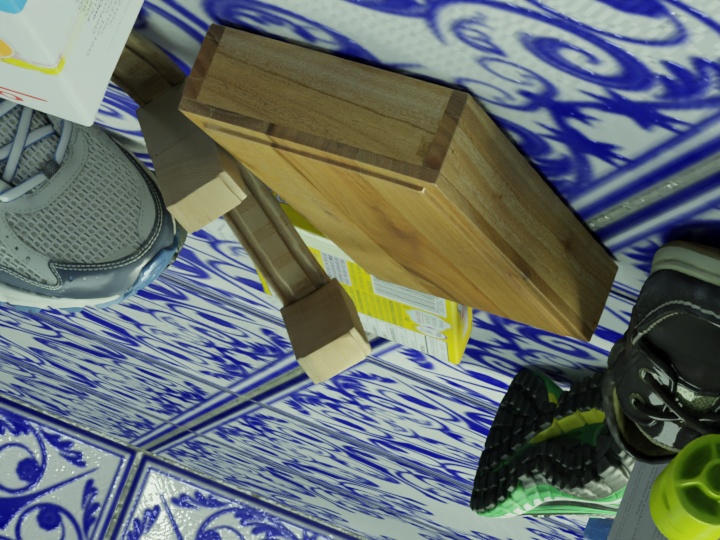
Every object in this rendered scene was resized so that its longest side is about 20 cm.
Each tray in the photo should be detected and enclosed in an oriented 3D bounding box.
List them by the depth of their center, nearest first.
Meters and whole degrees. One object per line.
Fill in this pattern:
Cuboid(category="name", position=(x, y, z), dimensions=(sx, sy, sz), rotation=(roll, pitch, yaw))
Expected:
Cuboid(category="tray", position=(0.019, -0.027, 0.982), dimensions=(0.098, 0.037, 0.200), rotation=(18, 171, 24))

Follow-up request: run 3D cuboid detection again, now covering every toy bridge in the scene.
Cuboid(category="toy bridge", position=(-0.062, -0.043, 0.967), dimensions=(0.200, 0.027, 0.067), rotation=(50, -168, -39))

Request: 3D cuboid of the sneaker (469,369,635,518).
Cuboid(category="sneaker", position=(0.117, 0.100, 1.367), dimensions=(0.085, 0.078, 0.200), rotation=(23, 170, -19))

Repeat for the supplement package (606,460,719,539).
Cuboid(category="supplement package", position=(0.201, 0.117, 1.138), dimensions=(0.119, 0.122, 0.200), rotation=(24, 171, -18))

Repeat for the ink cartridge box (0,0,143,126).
Cuboid(category="ink cartridge box", position=(-0.123, -0.101, 0.761), dimensions=(0.115, 0.068, 0.200), rotation=(20, 171, 8))

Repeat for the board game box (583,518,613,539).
Cuboid(category="board game box", position=(0.256, 0.202, 1.790), dimensions=(0.199, 0.035, 0.135), rotation=(18, 171, 21))

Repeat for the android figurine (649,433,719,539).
Cuboid(category="android figurine", position=(0.188, 0.062, 0.924), dimensions=(0.181, 0.041, 0.200), rotation=(-7, 170, -5))

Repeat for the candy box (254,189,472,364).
Cuboid(category="candy box", position=(0.000, 0.000, 1.211), dimensions=(0.102, 0.026, 0.200), rotation=(23, 171, 6))

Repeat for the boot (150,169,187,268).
Cuboid(category="boot", position=(-0.177, -0.047, 1.236), dimensions=(0.199, 0.068, 0.131), rotation=(25, 176, -16))

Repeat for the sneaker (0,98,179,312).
Cuboid(category="sneaker", position=(-0.151, -0.059, 0.970), dimensions=(0.200, 0.077, 0.085), rotation=(35, 162, 17))

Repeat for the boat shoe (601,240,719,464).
Cuboid(category="boat shoe", position=(0.129, 0.038, 1.011), dimensions=(0.073, 0.065, 0.200), rotation=(22, 170, 6))
